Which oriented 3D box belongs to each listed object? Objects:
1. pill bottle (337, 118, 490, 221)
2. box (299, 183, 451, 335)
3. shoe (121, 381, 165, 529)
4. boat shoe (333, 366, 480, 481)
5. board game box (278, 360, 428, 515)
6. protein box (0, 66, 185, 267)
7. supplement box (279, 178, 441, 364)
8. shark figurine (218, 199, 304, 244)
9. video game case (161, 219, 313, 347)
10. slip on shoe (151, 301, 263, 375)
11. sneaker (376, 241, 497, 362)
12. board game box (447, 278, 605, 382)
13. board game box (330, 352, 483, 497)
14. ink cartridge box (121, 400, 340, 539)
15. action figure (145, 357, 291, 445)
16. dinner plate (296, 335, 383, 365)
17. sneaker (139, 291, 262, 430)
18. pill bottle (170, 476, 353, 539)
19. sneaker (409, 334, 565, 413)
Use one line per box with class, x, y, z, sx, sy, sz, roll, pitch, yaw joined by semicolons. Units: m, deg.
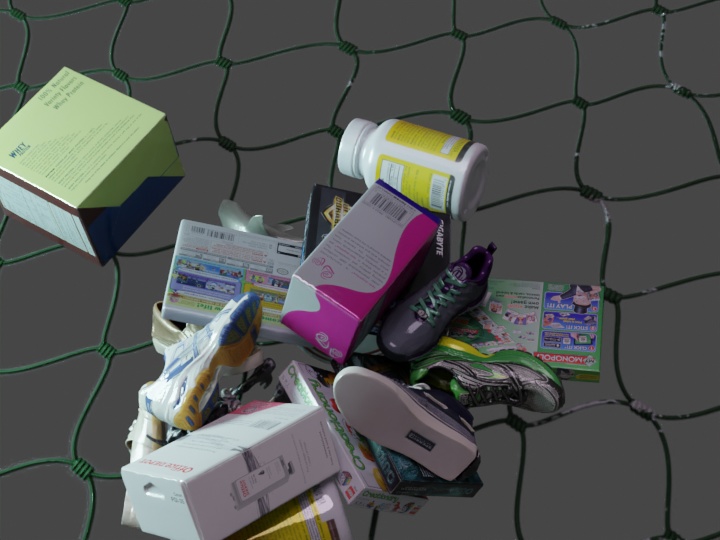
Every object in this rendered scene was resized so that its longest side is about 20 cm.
pill bottle;0.073;-0.148;1.842;0.198;0.112;0.112;19;57;20
box;0.020;-0.008;1.723;0.196;0.050;0.202;11;52;-7
shoe;-0.268;0.226;1.624;0.053;0.070;0.202;-3;54;-6
boat shoe;0.053;0.162;1.535;0.199;0.075;0.093;38;23;-15
board game box;-0.010;0.201;1.580;0.035;0.126;0.201;-47;52;18
protein box;-0.398;-0.151;1.891;0.198;0.136;0.199;26;60;24
supplement box;0.000;0.000;1.616;0.101;0.104;0.200;34;51;10
shark figurine;-0.109;-0.055;1.812;0.211;0.090;0.129;4;54;13
video game case;-0.149;0.015;1.715;0.197;0.022;0.183;12;39;-8
slip on shoe;-0.201;0.084;1.686;0.075;0.061;0.199;-22;24;-35
sneaker;0.094;0.031;1.625;0.074;0.088;0.200;37;49;17
board game box;0.214;0.074;1.705;0.197;0.029;0.136;4;54;10
board game box;0.054;0.185;1.593;0.134;0.028;0.201;10;40;-38
ink cartridge box;-0.146;0.224;1.478;0.199;0.084;0.146;-25;14;-36
action figure;-0.174;0.191;1.623;0.199;0.103;0.119;-28;55;-33
dinner plate;-0.004;0.049;1.756;0.197;0.024;0.202;-4;51;4
sneaker;-0.193;0.096;1.585;0.087;0.076;0.201;13;50;27
pill bottle;-0.113;0.310;1.515;0.198;0.110;0.110;-18;52;-7
sneaker;0.154;0.145;1.617;0.197;0.079;0.085;10;37;17
